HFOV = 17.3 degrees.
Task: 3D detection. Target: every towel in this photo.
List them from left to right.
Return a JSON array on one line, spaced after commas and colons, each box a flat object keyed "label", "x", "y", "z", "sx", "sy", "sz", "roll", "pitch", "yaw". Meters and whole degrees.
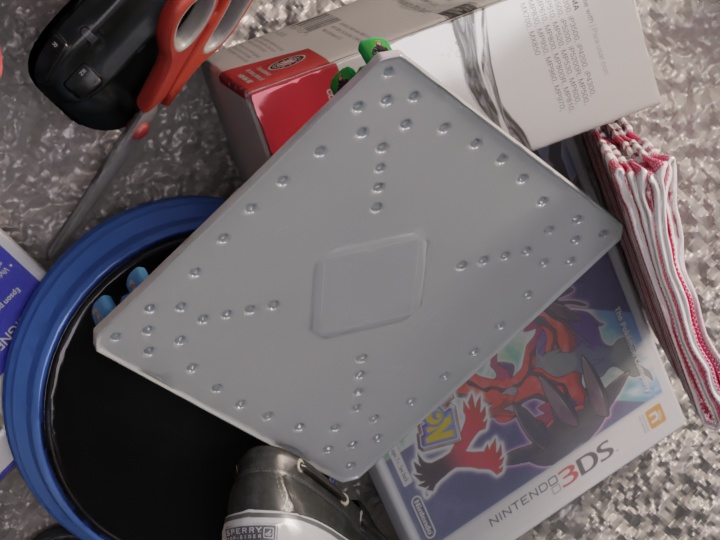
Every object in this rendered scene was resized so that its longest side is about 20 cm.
[{"label": "towel", "x": 0.153, "y": -0.015, "z": 1.226, "sx": 0.030, "sy": 0.200, "sz": 0.147, "roll": -20, "pitch": 107, "yaw": 3}]

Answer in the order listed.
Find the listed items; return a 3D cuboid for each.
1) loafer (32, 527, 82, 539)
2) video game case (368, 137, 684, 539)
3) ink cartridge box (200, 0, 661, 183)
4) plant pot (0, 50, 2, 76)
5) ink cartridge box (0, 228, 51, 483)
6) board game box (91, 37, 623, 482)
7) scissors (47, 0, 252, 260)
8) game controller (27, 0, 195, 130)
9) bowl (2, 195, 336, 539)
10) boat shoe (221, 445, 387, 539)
[{"label": "loafer", "x": -0.094, "y": 0.205, "z": 1.276, "sx": 0.200, "sy": 0.063, "sz": 0.072, "roll": 28, "pitch": 94, "yaw": -17}, {"label": "video game case", "x": 0.072, "y": 0.045, "z": 1.280, "sx": 0.182, "sy": 0.023, "sz": 0.200, "roll": -32, "pitch": 111, "yaw": -20}, {"label": "ink cartridge box", "x": 0.033, "y": -0.097, "z": 1.206, "sx": 0.200, "sy": 0.147, "sz": 0.083, "roll": -21, "pitch": 105, "yaw": -8}, {"label": "plant pot", "x": -0.288, "y": -0.145, "z": 1.105, "sx": 0.177, "sy": 0.200, "sz": 0.201, "roll": -24, "pitch": 105, "yaw": 1}, {"label": "ink cartridge box", "x": -0.258, "y": 0.043, "z": 1.211, "sx": 0.198, "sy": 0.047, "sz": 0.200, "roll": -46, "pitch": 119, "yaw": -3}, {"label": "board game box", "x": 0.000, "y": 0.000, "z": 1.145, "sx": 0.200, "sy": 0.026, "sz": 0.200, "roll": -43, "pitch": 135, "yaw": 14}, {"label": "scissors", "x": -0.104, "y": -0.083, "z": 1.215, "sx": 0.014, "sy": 0.073, "sz": 0.200, "roll": 40, "pitch": 127, "yaw": 13}, {"label": "game controller", "x": -0.084, "y": -0.154, "z": 1.198, "sx": 0.042, "sy": 0.104, "sz": 0.200, "roll": 43, "pitch": 88, "yaw": 14}, {"label": "bowl", "x": -0.086, "y": 0.062, "z": 1.244, "sx": 0.200, "sy": 0.039, "sz": 0.201, "roll": -7, "pitch": 106, "yaw": -24}, {"label": "boat shoe", "x": -0.014, "y": 0.145, "z": 1.244, "sx": 0.068, "sy": 0.200, "sz": 0.057, "roll": -6, "pitch": 67, "yaw": 19}]
